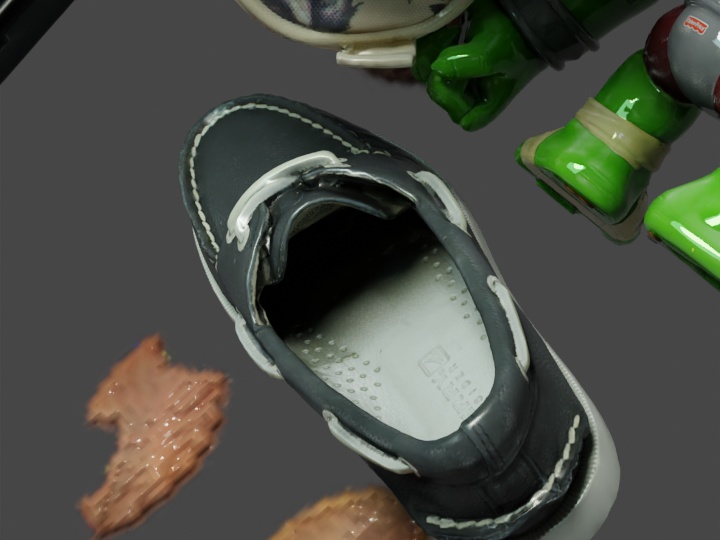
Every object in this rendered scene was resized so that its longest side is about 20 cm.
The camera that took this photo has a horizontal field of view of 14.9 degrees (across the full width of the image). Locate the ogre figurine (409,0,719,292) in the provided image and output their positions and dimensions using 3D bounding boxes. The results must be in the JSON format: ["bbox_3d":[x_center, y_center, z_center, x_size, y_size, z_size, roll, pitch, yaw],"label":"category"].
[{"bbox_3d":[0.108,-0.052,0.680,0.120,0.098,0.200,-52,27,0],"label":"ogre figurine"}]

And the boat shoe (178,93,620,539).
[{"bbox_3d":[0.000,0.000,0.738,0.076,0.060,0.200,-44,44,-3],"label":"boat shoe"}]

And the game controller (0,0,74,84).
[{"bbox_3d":[-0.118,-0.118,0.922,0.200,0.042,0.104,-50,45,-11],"label":"game controller"}]

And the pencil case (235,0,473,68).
[{"bbox_3d":[-0.010,-0.125,0.784,0.078,0.090,0.200,-15,25,0],"label":"pencil case"}]
